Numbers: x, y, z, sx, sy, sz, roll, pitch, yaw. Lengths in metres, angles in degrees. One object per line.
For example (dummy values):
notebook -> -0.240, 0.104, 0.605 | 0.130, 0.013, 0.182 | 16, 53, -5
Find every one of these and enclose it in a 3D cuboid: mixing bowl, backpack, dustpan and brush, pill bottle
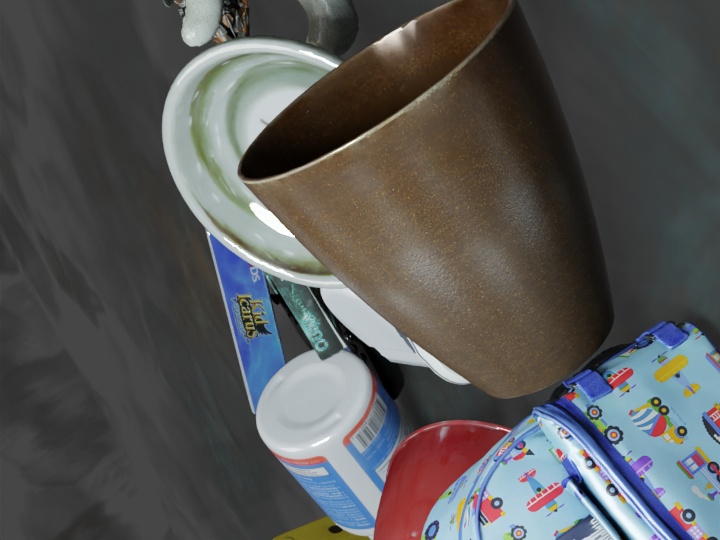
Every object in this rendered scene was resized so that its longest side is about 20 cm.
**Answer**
mixing bowl -> 0.085, 0.221, 1.102 | 0.200, 0.108, 0.200 | 16, 129, 21
backpack -> 0.141, 0.148, 0.843 | 0.183, 0.200, 0.135 | 56, 161, 21
dustpan and brush -> 0.000, 0.000, 1.184 | 0.200, 0.057, 0.140 | 38, 162, -26
pill bottle -> -0.001, 0.168, 1.343 | 0.112, 0.112, 0.200 | 41, 168, 48

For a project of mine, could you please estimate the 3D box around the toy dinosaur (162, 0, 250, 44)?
toy dinosaur -> -0.138, -0.262, 1.187 | 0.200, 0.102, 0.136 | 46, -175, -22

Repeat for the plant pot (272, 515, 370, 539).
plant pot -> 0.000, 0.356, 1.550 | 0.200, 0.200, 0.177 | 37, 138, 51

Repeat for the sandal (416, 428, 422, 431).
sandal -> 0.080, 0.169, 1.236 | 0.087, 0.079, 0.200 | 65, 160, 2

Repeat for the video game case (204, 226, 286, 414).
video game case -> -0.113, 0.003, 1.419 | 0.181, 0.045, 0.200 | -114, 11, -59

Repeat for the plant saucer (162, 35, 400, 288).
plant saucer -> -0.038, -0.080, 1.028 | 0.200, 0.050, 0.200 | 14, 132, 17

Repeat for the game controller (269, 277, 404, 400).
game controller -> -0.024, 0.059, 1.405 | 0.200, 0.042, 0.104 | 25, 139, 62

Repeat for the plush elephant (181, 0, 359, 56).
plush elephant -> -0.088, -0.222, 0.993 | 0.200, 0.155, 0.165 | 63, 162, -5

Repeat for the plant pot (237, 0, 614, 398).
plant pot -> 0.061, -0.030, 0.881 | 0.200, 0.187, 0.187 | 54, 164, -18

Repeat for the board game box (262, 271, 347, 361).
board game box -> -0.069, -0.025, 1.292 | 0.135, 0.028, 0.200 | 60, -176, -29

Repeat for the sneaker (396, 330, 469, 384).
sneaker -> 0.042, 0.001, 1.093 | 0.079, 0.078, 0.200 | 111, 139, -60
